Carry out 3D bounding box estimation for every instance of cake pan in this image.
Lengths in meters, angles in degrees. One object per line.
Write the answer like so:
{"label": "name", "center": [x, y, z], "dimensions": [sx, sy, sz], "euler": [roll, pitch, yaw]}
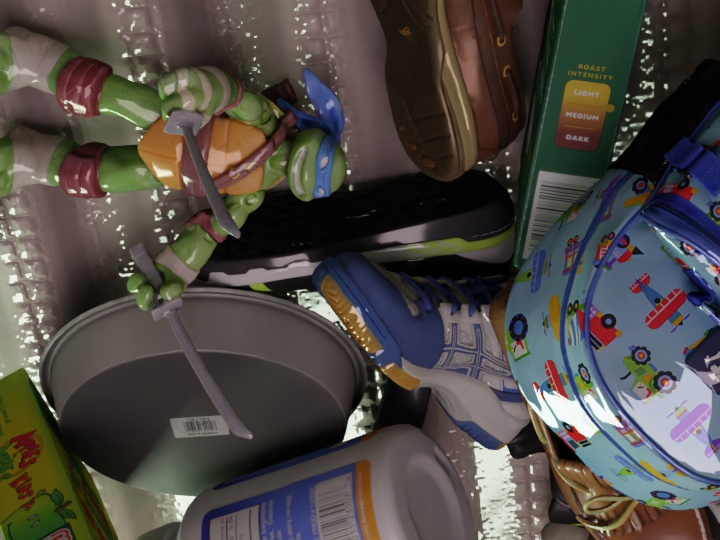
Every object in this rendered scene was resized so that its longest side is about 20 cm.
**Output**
{"label": "cake pan", "center": [-0.095, 0.081, 1.025], "dimensions": [0.200, 0.037, 0.200], "euler": [-1, 144, -1]}

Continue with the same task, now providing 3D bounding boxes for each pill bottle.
{"label": "pill bottle", "center": [-0.040, 0.173, 1.028], "dimensions": [0.200, 0.112, 0.112], "euler": [-21, 123, 25]}

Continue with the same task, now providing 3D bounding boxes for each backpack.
{"label": "backpack", "center": [0.178, 0.016, 0.816], "dimensions": [0.200, 0.135, 0.183], "euler": [-45, 97, -7]}

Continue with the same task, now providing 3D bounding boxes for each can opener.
{"label": "can opener", "center": [0.011, 0.134, 1.087], "dimensions": [0.079, 0.063, 0.200], "euler": [14, 123, -10]}

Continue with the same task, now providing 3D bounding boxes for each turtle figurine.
{"label": "turtle figurine", "center": [-0.118, -0.048, 0.896], "dimensions": [0.194, 0.200, 0.144], "euler": [16, 159, 14]}

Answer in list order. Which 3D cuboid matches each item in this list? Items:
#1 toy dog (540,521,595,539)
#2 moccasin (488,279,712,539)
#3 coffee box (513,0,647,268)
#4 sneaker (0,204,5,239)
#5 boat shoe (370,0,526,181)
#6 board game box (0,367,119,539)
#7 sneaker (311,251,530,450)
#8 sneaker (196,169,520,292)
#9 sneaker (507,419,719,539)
{"label": "toy dog", "center": [0.205, 0.209, 1.103], "dimensions": [0.194, 0.140, 0.200], "euler": [8, 124, -19]}
{"label": "moccasin", "center": [0.137, 0.093, 0.913], "dimensions": [0.074, 0.078, 0.202], "euler": [-23, 107, 4]}
{"label": "coffee box", "center": [0.117, -0.111, 0.888], "dimensions": [0.044, 0.123, 0.200], "euler": [9, 123, 2]}
{"label": "sneaker", "center": [-0.273, 0.010, 0.991], "dimensions": [0.099, 0.070, 0.200], "euler": [20, 109, 26]}
{"label": "boat shoe", "center": [0.047, -0.149, 0.902], "dimensions": [0.068, 0.072, 0.200], "euler": [-24, 119, -26]}
{"label": "board game box", "center": [-0.180, 0.152, 1.010], "dimensions": [0.048, 0.200, 0.102], "euler": [-29, 123, -8]}
{"label": "sneaker", "center": [0.051, 0.026, 0.955], "dimensions": [0.088, 0.075, 0.200], "euler": [-43, 140, 9]}
{"label": "sneaker", "center": [0.000, 0.000, 0.991], "dimensions": [0.200, 0.072, 0.083], "euler": [-7, 125, 3]}
{"label": "sneaker", "center": [0.159, 0.135, 1.012], "dimensions": [0.087, 0.200, 0.074], "euler": [-43, 154, -1]}
